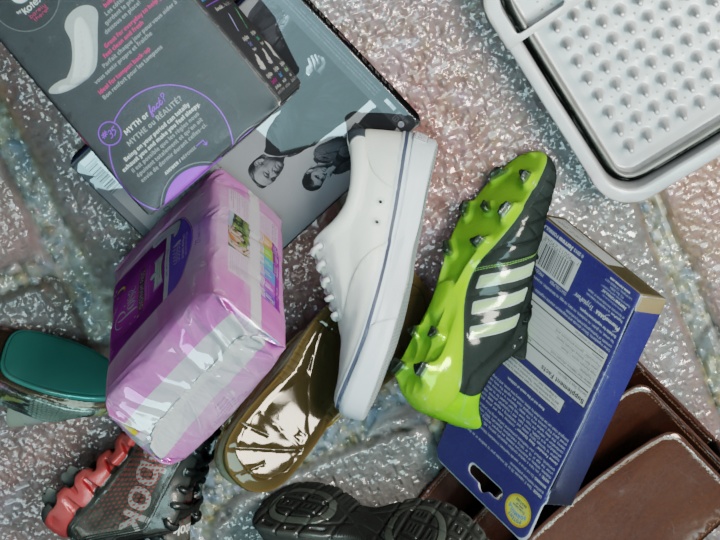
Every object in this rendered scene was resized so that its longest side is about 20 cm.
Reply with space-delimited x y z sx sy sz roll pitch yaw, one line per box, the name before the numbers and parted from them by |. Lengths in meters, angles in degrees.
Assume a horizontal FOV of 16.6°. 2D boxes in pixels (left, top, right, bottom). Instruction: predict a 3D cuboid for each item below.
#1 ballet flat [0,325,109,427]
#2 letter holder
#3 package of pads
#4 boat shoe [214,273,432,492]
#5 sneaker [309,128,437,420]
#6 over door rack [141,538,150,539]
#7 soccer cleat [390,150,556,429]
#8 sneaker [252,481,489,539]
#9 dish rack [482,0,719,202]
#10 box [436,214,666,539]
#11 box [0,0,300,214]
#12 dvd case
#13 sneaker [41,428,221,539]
ballet flat | -0.263 0.073 1.755 0.199 0.069 0.071 17 127 -4
letter holder | 0.151 0.165 1.777 0.200 0.101 0.142 -43 104 13
package of pads | -0.110 0.029 1.641 0.076 0.200 0.120 40 108 -21
boat shoe | -0.032 0.073 1.737 0.200 0.066 0.074 -43 103 -19
sneaker | 0.000 0.000 1.691 0.070 0.073 0.202 12 84 5
over door rack | -0.139 0.311 1.845 0.147 0.067 0.201 24 94 -10
soccer cleat | 0.092 0.014 1.720 0.081 0.067 0.201 32 80 -31
sneaker | 0.018 0.213 1.781 0.199 0.076 0.091 11 128 34
dish rack | 0.194 -0.164 1.687 0.171 0.044 0.201 -31 108 9
box | 0.130 0.077 1.735 0.032 0.121 0.201 8 113 -41
box | -0.151 -0.155 1.630 0.122 0.106 0.200 -39 95 12
dvd case | -0.080 -0.091 1.716 0.200 0.025 0.150 -41 106 13
sneaker | -0.136 0.139 1.761 0.098 0.071 0.201 47 106 13
